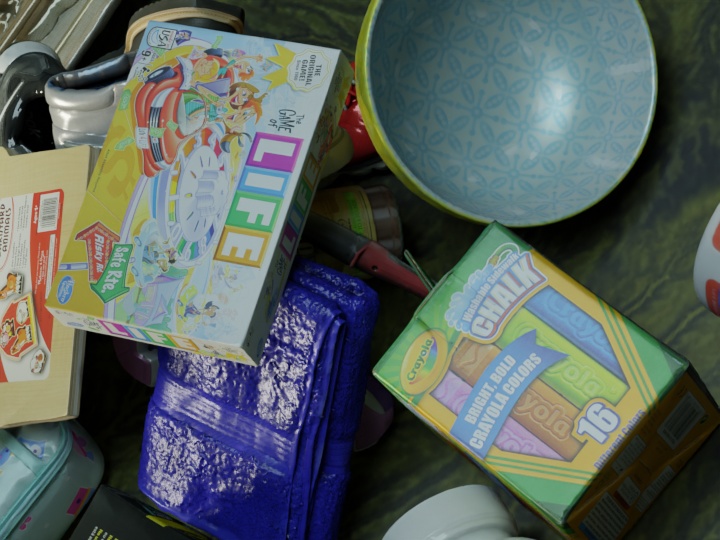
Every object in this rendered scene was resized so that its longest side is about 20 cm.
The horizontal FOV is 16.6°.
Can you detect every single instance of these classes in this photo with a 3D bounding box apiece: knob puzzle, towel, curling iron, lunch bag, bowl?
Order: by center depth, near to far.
[{"bbox_3d":[-0.070,0.081,1.544,0.148,0.050,0.200,21,117,21],"label":"towel"},{"bbox_3d":[0.000,0.000,1.566,0.200,0.026,0.050,35,85,-8],"label":"curling iron"},{"bbox_3d":[0.080,-0.121,1.590,0.200,0.200,0.108,-66,16,-12],"label":"bowl"},{"bbox_3d":[-0.237,0.017,1.634,0.220,0.030,0.220,-13,72,44],"label":"knob puzzle"},{"bbox_3d":[-0.280,0.123,1.687,0.200,0.077,0.160,36,87,33],"label":"lunch bag"}]

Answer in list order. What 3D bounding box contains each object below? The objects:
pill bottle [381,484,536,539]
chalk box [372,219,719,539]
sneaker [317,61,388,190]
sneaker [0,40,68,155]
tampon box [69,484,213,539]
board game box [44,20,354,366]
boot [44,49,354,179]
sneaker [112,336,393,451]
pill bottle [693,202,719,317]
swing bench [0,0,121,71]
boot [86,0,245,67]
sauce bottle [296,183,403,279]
[{"bbox_3d":[0.089,0.229,1.443,0.113,0.113,0.200,-35,58,8],"label":"pill bottle"},{"bbox_3d":[0.097,0.063,1.491,0.200,0.125,0.124,37,86,26],"label":"chalk box"},{"bbox_3d":[-0.029,-0.100,1.658,0.200,0.085,0.077,-30,60,11],"label":"sneaker"},{"bbox_3d":[-0.238,-0.058,1.715,0.090,0.066,0.200,24,101,61],"label":"sneaker"},{"bbox_3d":[-0.083,0.242,1.497,0.200,0.150,0.126,26,83,32],"label":"tampon box"},{"bbox_3d":[-0.097,-0.050,1.508,0.134,0.034,0.200,10,71,20],"label":"board game box"},{"bbox_3d":[-0.109,-0.097,1.593,0.200,0.096,0.074,-7,27,15],"label":"boot"},{"bbox_3d":[-0.061,0.050,1.619,0.200,0.081,0.088,21,44,20],"label":"sneaker"},{"bbox_3d":[0.303,0.020,1.432,0.200,0.112,0.112,34,85,32],"label":"pill bottle"},{"bbox_3d":[-0.286,-0.213,1.788,0.199,0.200,0.130,-55,23,-6],"label":"swing bench"},{"bbox_3d":[-0.139,-0.093,1.679,0.200,0.077,0.138,143,136,-58],"label":"boot"},{"bbox_3d":[-0.073,-0.014,1.598,0.200,0.065,0.065,-10,60,-14],"label":"sauce bottle"}]
